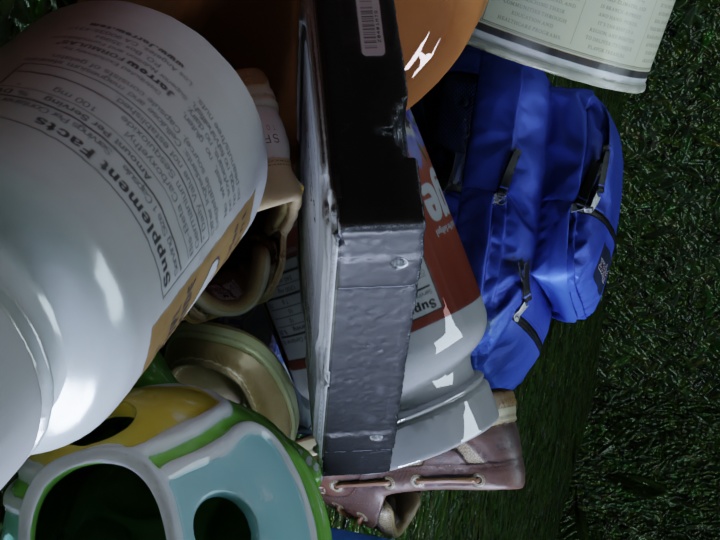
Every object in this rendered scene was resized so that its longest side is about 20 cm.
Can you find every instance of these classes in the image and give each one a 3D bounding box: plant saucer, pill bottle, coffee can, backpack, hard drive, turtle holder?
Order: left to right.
[{"bbox_3d":[-0.114,-0.004,0.546,0.200,0.114,0.114,-59,155,-56],"label":"pill bottle"},{"bbox_3d":[-0.083,0.102,0.697,0.132,0.141,0.186,43,60,-70],"label":"turtle holder"},{"bbox_3d":[-0.024,-0.108,0.711,0.200,0.200,0.037,73,-9,-61],"label":"plant saucer"},{"bbox_3d":[-0.005,-0.018,0.691,0.200,0.038,0.140,94,-9,-58],"label":"hard drive"},{"bbox_3d":[0.000,0.000,0.869,0.200,0.112,0.112,69,18,-5],"label":"pill bottle"},{"bbox_3d":[0.067,-0.021,0.997,0.163,0.168,0.200,44,58,-65],"label":"backpack"},{"bbox_3d":[0.126,-0.218,0.921,0.146,0.146,0.200,-33,142,-72],"label":"coffee can"}]

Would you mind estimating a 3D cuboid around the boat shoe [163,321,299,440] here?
[{"bbox_3d":[-0.077,0.109,0.881,0.201,0.073,0.063,96,8,-47],"label":"boat shoe"}]

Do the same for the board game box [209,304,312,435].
[{"bbox_3d":[-0.037,-0.005,1.015,0.199,0.043,0.200,48,52,-75],"label":"board game box"}]

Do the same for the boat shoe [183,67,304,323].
[{"bbox_3d":[-0.067,-0.011,0.719,0.200,0.074,0.069,113,-45,-66],"label":"boat shoe"}]

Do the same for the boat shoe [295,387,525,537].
[{"bbox_3d":[0.009,0.124,0.973,0.072,0.200,0.072,-4,78,-61],"label":"boat shoe"}]

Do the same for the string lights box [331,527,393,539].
[{"bbox_3d":[0.002,0.209,0.989,0.103,0.200,0.059,85,20,-45],"label":"string lights box"}]
